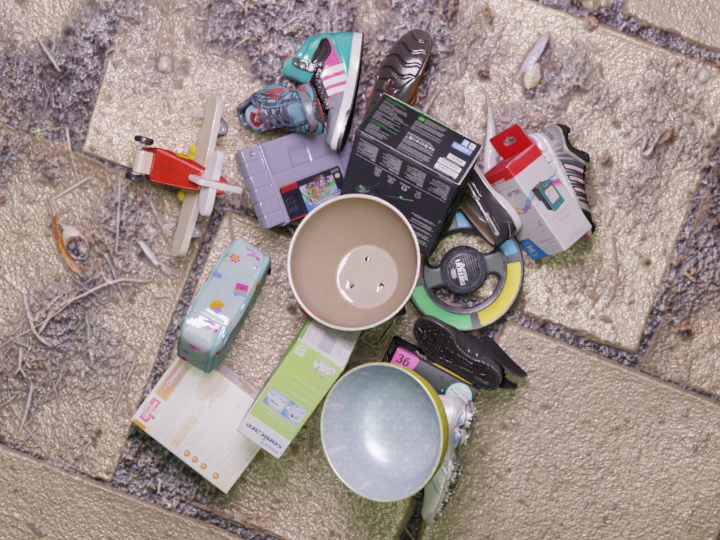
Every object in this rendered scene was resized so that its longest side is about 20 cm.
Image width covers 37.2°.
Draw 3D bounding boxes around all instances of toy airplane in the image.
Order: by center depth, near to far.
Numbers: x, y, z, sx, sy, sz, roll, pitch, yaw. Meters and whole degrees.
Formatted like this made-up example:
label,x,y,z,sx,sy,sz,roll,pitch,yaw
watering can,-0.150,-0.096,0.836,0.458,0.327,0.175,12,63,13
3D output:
label,x,y,z,sx,sy,sz,roll,pitch,yaw
toy airplane,-0.255,-0.149,1.677,0.199,0.141,0.201,-33,69,27

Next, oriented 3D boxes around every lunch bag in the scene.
label,x,y,z,sx,sy,sz,roll,pitch,yaw
lunch bag,-0.211,0.055,1.672,0.077,0.161,0.201,28,65,2

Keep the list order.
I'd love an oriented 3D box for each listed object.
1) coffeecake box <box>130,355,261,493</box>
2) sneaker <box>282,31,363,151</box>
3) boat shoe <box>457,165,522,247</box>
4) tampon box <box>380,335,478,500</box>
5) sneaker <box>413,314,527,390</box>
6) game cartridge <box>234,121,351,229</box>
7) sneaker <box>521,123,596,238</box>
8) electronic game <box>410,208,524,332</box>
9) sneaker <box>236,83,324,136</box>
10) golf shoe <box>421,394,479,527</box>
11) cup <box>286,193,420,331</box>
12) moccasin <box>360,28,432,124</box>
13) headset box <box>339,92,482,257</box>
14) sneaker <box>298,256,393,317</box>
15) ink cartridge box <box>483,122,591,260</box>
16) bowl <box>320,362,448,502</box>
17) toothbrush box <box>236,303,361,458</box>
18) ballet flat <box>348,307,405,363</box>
label,x,y,z,sx,sy,sz,roll,pitch,yaw
coffeecake box,-0.248,0.237,1.751,0.199,0.073,0.154,38,96,-3
sneaker,-0.065,-0.288,1.673,0.119,0.084,0.202,8,71,2
boat shoe,0.168,-0.121,1.693,0.060,0.074,0.200,-39,84,-22
tampon box,0.076,0.234,1.720,0.149,0.126,0.202,26,95,-3
sneaker,0.176,0.131,1.721,0.199,0.104,0.060,37,112,5
game cartridge,-0.090,-0.152,1.675,0.199,0.038,0.131,-24,93,-34
sneaker,0.335,-0.148,1.703,0.087,0.074,0.201,-37,107,-17
electronic game,0.167,0.000,1.738,0.197,0.042,0.203,0,97,1
sneaker,-0.126,-0.234,1.634,0.095,0.199,0.080,-25,110,-24
golf shoe,0.112,0.286,1.638,0.096,0.078,0.202,15,91,14
cup,0.000,0.000,1.624,0.198,0.143,0.203,-2,79,9
moccasin,0.061,-0.284,1.698,0.073,0.078,0.204,20,100,14
headset box,0.070,-0.137,1.622,0.173,0.201,0.093,29,55,9
sneaker,-0.021,0.006,1.725,0.199,0.070,0.094,-41,100,7
ink cartridge box,0.261,-0.122,1.680,0.067,0.116,0.201,-37,95,-18
bowl,0.051,0.230,1.572,0.198,0.107,0.203,1,91,28
toothbrush box,-0.092,0.165,1.648,0.086,0.146,0.201,32,117,-2
ballet flat,-0.007,0.107,1.739,0.199,0.073,0.073,-38,94,2
